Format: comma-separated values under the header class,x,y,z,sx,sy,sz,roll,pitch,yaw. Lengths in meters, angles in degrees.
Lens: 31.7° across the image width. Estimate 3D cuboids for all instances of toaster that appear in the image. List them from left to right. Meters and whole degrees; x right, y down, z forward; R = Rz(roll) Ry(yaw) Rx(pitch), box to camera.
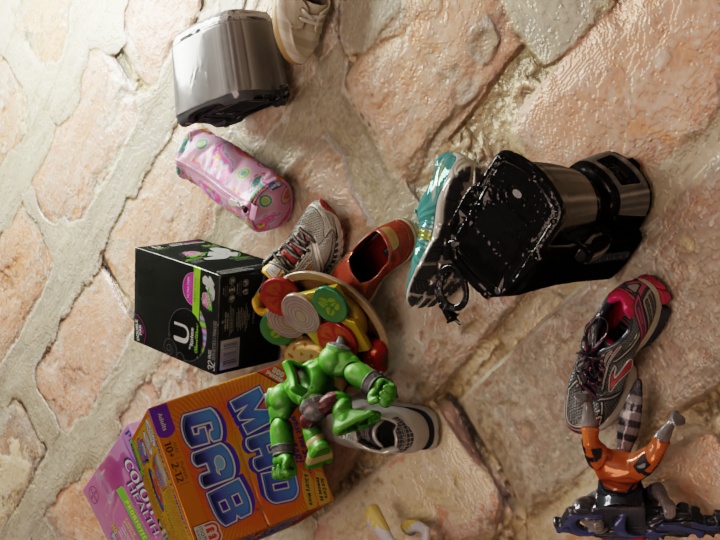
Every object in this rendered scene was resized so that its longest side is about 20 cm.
class,x,y,z,sx,sy,sz,roll,pitch,yaw
toaster,-0.181,-0.280,1.758,0.199,0.113,0.131,-13,86,46

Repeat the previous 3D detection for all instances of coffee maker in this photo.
class,x,y,z,sx,sy,sz,roll,pitch,yaw
coffee maker,0.195,-0.043,1.367,0.191,0.199,0.136,-33,72,39

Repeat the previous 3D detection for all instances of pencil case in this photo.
class,x,y,z,sx,sy,sz,roll,pitch,yaw
pencil case,-0.183,-0.129,1.805,0.199,0.087,0.088,36,120,36

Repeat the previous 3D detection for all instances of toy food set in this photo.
class,x,y,z,sx,sy,sz,roll,pitch,yaw
toy food set,-0.050,0.086,1.687,0.199,0.049,0.199,-13,113,42

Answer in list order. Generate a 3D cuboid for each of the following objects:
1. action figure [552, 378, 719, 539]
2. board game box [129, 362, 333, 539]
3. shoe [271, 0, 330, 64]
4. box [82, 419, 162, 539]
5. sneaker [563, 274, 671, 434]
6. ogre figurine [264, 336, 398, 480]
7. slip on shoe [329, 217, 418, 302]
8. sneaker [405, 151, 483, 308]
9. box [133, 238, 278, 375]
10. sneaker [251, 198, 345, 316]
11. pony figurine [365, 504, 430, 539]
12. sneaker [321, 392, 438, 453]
class,x,y,z,sx,sy,sz,roll,pitch,yaw
action figure,0.314,0.229,1.385,0.197,0.105,0.196,5,118,10
board game box,-0.184,0.275,1.749,0.202,0.198,0.200,68,157,12
shoe,-0.074,-0.373,1.666,0.053,0.069,0.203,15,105,50
box,-0.334,0.362,2.025,0.200,0.096,0.177,-50,63,36
sneaker,0.269,0.094,1.406,0.080,0.074,0.202,36,121,34
ogre figurine,-0.050,0.170,1.625,0.200,0.097,0.121,-49,56,36
slip on shoe,0.000,0.000,1.664,0.200,0.061,0.075,-43,69,41
sneaker,0.100,-0.049,1.564,0.080,0.077,0.202,44,122,54
box,-0.225,0.049,1.847,0.199,0.123,0.151,17,108,42
sneaker,-0.086,-0.008,1.730,0.078,0.082,0.201,45,124,31
pony figurine,0.068,0.417,1.622,0.199,0.165,0.196,23,105,56
sneaker,0.009,0.206,1.676,0.199,0.080,0.077,-6,95,46
